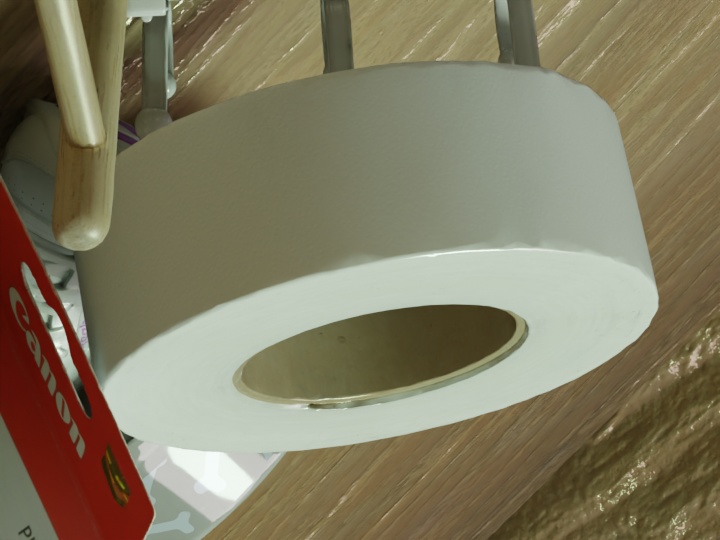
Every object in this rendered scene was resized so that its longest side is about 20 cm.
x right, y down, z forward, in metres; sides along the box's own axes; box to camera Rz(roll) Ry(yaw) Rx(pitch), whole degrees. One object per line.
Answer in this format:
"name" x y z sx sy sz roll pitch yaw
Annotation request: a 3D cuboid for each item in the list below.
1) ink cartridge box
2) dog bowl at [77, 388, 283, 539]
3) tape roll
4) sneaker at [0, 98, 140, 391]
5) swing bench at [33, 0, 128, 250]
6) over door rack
"ink cartridge box" -0.142 0.064 1.022 0.047 0.160 0.200 -19 160 -24
"dog bowl" -0.085 0.050 1.180 0.200 0.059 0.200 -39 -158 19
"tape roll" 0.000 0.000 0.986 0.202 0.071 0.202 -10 161 -4
"sneaker" -0.112 0.003 1.078 0.100 0.075 0.200 -61 174 -21
"swing bench" 0.022 -0.115 0.718 0.200 0.199 0.130 -85 172 -46
"over door rack" -0.006 -0.082 0.958 0.147 0.067 0.200 -4 177 -2
